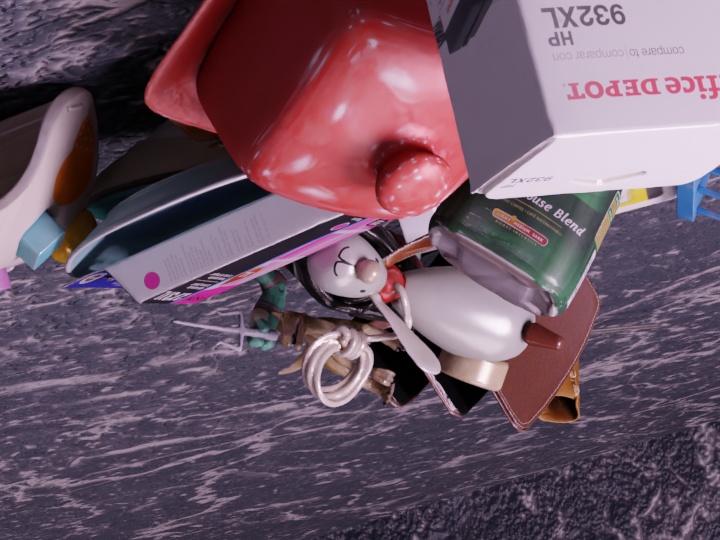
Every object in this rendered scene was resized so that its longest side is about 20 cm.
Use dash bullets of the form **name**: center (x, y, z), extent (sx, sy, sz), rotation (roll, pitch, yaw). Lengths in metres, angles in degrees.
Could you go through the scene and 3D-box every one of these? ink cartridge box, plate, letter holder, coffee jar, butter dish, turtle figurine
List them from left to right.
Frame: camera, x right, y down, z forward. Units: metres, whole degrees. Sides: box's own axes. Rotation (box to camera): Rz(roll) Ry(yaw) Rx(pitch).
- **plate**: center (-0.095, -0.041, 1.396), extent (0.198, 0.026, 0.200), rotation (-19, 171, -3)
- **ink cartridge box**: center (-0.082, -0.014, 1.400), extent (0.199, 0.037, 0.095), rotation (-21, 173, 16)
- **turtle figurine**: center (-0.053, -0.029, 1.638), extent (0.198, 0.101, 0.151), rotation (-10, 130, -25)
- **butter dish**: center (0.012, -0.096, 1.223), extent (0.199, 0.149, 0.200), rotation (11, 136, -34)
- **letter holder**: center (0.097, 0.040, 1.766), extent (0.100, 0.143, 0.200), rotation (-23, -162, 36)
- **coffee jar**: center (0.134, -0.078, 1.409), extent (0.104, 0.201, 0.085), rotation (30, 167, 9)
- **ink cartridge box**: center (0.112, -0.148, 1.110), extent (0.144, 0.202, 0.084), rotation (-5, 164, -28)

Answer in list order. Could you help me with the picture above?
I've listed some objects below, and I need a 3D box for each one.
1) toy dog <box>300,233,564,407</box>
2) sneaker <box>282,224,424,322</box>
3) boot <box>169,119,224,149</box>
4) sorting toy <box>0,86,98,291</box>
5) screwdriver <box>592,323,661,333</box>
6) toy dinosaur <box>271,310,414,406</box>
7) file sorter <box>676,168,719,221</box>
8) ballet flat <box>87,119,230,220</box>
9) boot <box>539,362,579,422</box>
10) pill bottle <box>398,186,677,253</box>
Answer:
- **toy dog**: center (0.061, 0.027, 1.485), extent (0.199, 0.133, 0.096), rotation (-7, -165, -40)
- **sneaker**: center (0.000, 0.000, 1.564), extent (0.071, 0.098, 0.200), rotation (-51, 140, 2)
- **boot**: center (-0.020, -0.106, 1.385), extent (0.154, 0.077, 0.200), rotation (-25, 157, 21)
- **sorting toy**: center (-0.263, -0.017, 1.348), extent (0.198, 0.108, 0.180), rotation (-18, -169, 19)
- **screwdriver**: center (0.245, 0.067, 2.428), extent (0.198, 0.028, 0.029), rotation (-6, -165, -31)
- **toy dinosaur**: center (-0.017, 0.051, 1.581), extent (0.100, 0.059, 0.200), rotation (22, 171, 5)
- **file sorter**: center (0.282, -0.109, 1.433), extent (0.122, 0.140, 0.200), rotation (19, 167, 13)
- **ballet flat**: center (-0.092, -0.078, 1.477), extent (0.198, 0.070, 0.070), rotation (-7, 166, -4)
- **boot**: center (0.193, 0.080, 2.186), extent (0.070, 0.145, 0.201), rotation (-18, 166, 22)
- **pill bottle**: center (0.119, -0.082, 1.554), extent (0.198, 0.115, 0.114), rotation (-15, 166, 6)
